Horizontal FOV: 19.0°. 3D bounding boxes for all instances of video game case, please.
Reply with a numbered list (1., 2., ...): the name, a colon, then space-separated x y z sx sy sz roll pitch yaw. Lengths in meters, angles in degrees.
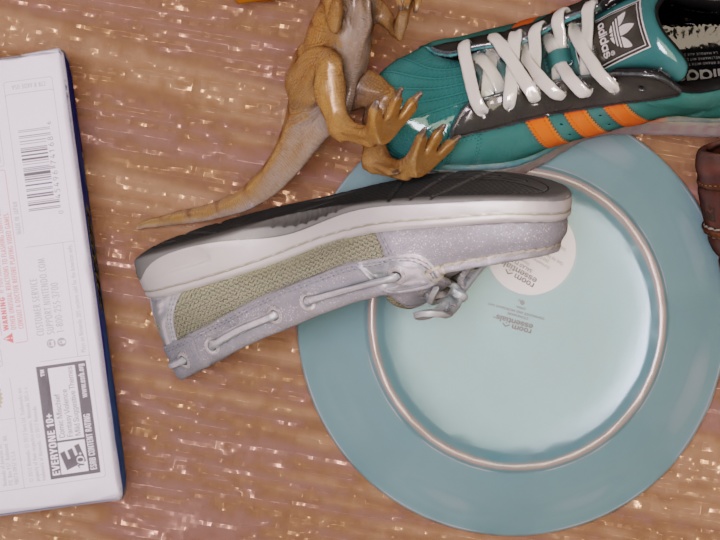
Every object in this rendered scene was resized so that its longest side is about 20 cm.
1. video game case: -0.206 0.014 0.953 0.180 0.045 0.201 -7 91 -3

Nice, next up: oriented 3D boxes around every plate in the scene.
1. plate: 0.070 0.022 0.975 0.199 0.026 0.201 0 91 -1

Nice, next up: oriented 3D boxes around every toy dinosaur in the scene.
1. toy dinosaur: -0.015 -0.074 0.926 0.106 0.060 0.201 42 121 34

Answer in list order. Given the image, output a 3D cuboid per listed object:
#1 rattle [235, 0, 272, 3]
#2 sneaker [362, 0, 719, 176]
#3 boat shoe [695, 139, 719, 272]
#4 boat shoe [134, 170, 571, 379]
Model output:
1. rattle: 0.050 -0.139 0.905 0.200 0.130 0.143 39 76 20
2. sneaker: 0.099 -0.092 0.940 0.199 0.080 0.072 -10 69 -6
3. boat shoe: 0.248 -0.048 0.952 0.199 0.070 0.071 -15 101 2
4. boat shoe: -0.001 0.000 0.929 0.201 0.074 0.065 -11 98 20
